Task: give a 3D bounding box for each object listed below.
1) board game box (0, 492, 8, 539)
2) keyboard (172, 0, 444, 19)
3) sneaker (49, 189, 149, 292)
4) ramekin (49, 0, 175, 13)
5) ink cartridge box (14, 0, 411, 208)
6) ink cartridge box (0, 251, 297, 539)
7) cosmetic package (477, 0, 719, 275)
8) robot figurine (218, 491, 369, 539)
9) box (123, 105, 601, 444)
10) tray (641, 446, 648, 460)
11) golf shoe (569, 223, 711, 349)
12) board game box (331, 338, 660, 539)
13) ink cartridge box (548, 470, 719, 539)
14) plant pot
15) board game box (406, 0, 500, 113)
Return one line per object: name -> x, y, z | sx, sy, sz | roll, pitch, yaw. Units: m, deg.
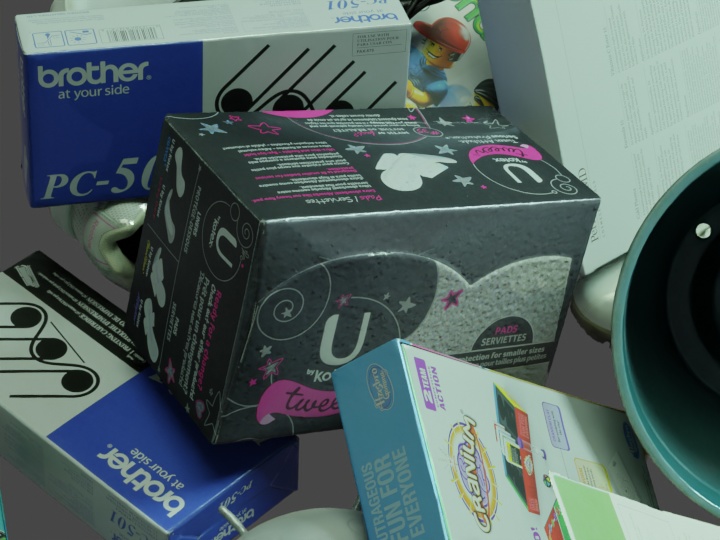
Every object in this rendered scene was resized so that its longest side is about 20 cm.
board game box -> -0.238, 0.168, 1.070 | 0.151, 0.047, 0.200 | -7, 44, -11
keyboard -> -0.015, -0.151, 1.246 | 0.200, 0.040, 0.104 | -36, 57, -13
sneaker -> -0.069, -0.007, 1.223 | 0.200, 0.081, 0.088 | 9, 27, -17
ramekin -> -0.099, -0.121, 1.356 | 0.200, 0.105, 0.200 | 2, 42, -2
ink cartridge box -> -0.077, -0.090, 1.169 | 0.200, 0.094, 0.044 | -6, 36, -12
ink cartridge box -> -0.136, 0.073, 1.174 | 0.200, 0.044, 0.094 | 34, 50, 29
cosmetic package -> 0.144, -0.119, 1.242 | 0.151, 0.200, 0.052 | -27, 26, -32
robot figurine -> -0.011, 0.191, 0.990 | 0.169, 0.113, 0.200 | -2, 63, -20
box -> 0.000, 0.000, 1.140 | 0.200, 0.132, 0.115 | -4, 31, -30
tray -> 0.060, 0.146, 1.127 | 0.099, 0.037, 0.200 | 22, 46, 18
golf shoe -> 0.212, -0.013, 1.272 | 0.200, 0.092, 0.073 | -13, 48, -15
board game box -> 0.077, 0.124, 1.025 | 0.200, 0.040, 0.153 | 20, 49, -49
ink cartridge box -> 0.141, 0.175, 0.982 | 0.200, 0.048, 0.146 | 20, 44, -48
plant pot -> 0.223, 0.021, 1.142 | 0.200, 0.200, 0.188 | 7, 6, 3
board game box -> 0.009, -0.135, 1.273 | 0.126, 0.035, 0.200 | -37, 81, -17
